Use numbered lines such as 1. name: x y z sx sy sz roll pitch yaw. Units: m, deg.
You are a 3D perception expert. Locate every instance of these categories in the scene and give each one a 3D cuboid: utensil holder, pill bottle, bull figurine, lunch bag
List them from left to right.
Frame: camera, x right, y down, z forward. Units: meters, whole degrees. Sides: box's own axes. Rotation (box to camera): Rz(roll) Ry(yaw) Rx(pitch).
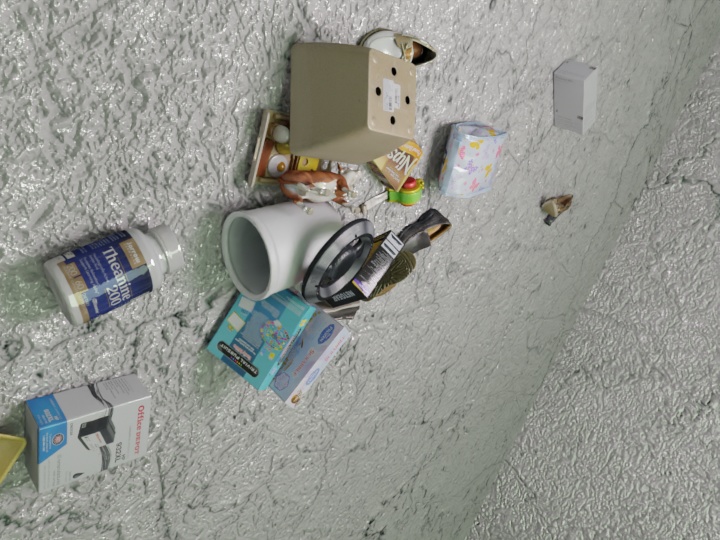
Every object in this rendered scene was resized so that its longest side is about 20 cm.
1. pill bottle: -0.398 -0.001 0.942 0.198 0.110 0.113 -29 134 -33
2. utensil holder: -0.149 -0.052 1.146 0.198 0.169 0.173 -20 129 -41
3. bull figurine: -0.066 -0.163 1.137 0.197 0.121 0.066 -10 128 -36
4. lunch bag: 0.278 -0.293 1.503 0.198 0.126 0.173 -25 135 -48

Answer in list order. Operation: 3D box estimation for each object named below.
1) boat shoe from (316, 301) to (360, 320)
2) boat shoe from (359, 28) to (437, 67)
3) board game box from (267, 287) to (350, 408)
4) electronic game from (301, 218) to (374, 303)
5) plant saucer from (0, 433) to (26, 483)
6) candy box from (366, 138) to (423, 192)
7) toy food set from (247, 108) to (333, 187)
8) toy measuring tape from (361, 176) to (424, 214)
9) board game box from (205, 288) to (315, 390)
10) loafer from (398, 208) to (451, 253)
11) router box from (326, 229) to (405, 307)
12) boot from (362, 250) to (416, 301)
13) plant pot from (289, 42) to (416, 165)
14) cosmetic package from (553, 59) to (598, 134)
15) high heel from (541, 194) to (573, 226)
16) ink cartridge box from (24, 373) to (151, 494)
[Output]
1. boat shoe: -0.072 0.107 1.422 0.198 0.066 0.058 -6 115 -50
2. boat shoe: 0.083 -0.465 1.208 0.198 0.068 0.076 -22 130 -38
3. board game box: -0.152 0.160 1.259 0.201 0.198 0.041 -50 143 -8
4. electronic game: -0.042 -0.018 1.126 0.200 0.041 0.201 -44 161 -19
5. plant saucer: -0.675 0.323 0.901 0.202 0.048 0.199 -57 143 -3
6. candy box: 0.060 -0.285 1.315 0.117 0.055 0.200 -55 143 -5
7. toy food set: -0.127 -0.229 1.137 0.197 0.060 0.146 -3 116 -47
8. toy measuring tape: 0.092 -0.179 1.411 0.198 0.073 0.075 -32 136 -31
9. board game box: -0.209 0.122 1.205 0.202 0.149 0.047 -57 164 0
10. loafer: 0.163 -0.090 1.549 0.200 0.072 0.073 -43 141 -18
11. router box: 0.000 0.000 1.316 0.052 0.199 0.158 42 65 -13
12. boot: 0.076 0.010 1.434 0.173 0.067 0.200 -33 174 13
13. plant pot: -0.002 -0.316 1.077 0.198 0.174 0.205 -3 96 -48
14. cosmetic package: 0.670 -0.540 1.788 0.081 0.112 0.202 -44 139 -17
15. high heel: 0.720 -0.255 2.061 0.143 0.071 0.200 -48 158 -4
16. ink cartridge box: -0.496 0.293 1.052 0.197 0.083 0.148 -10 121 -45
